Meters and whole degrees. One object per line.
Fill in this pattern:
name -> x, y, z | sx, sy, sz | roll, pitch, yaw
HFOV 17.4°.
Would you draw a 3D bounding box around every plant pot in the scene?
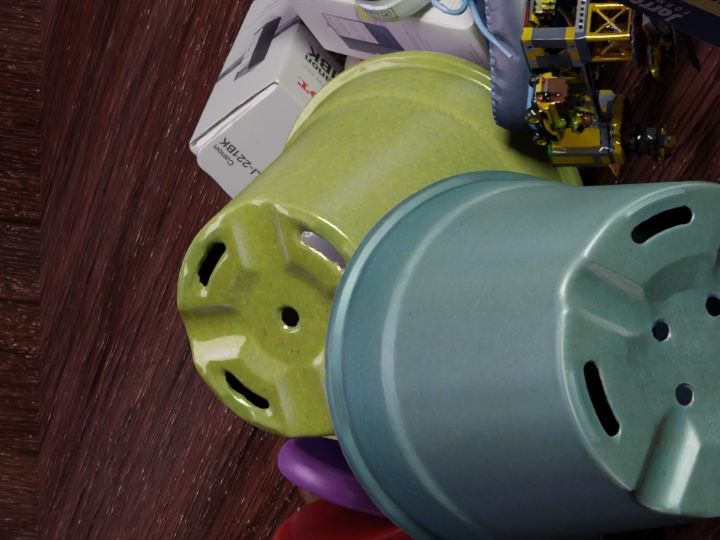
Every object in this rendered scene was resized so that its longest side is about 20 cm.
plant pot -> 0.111, 0.042, 1.106 | 0.196, 0.200, 0.201 | 171, 104, -66
plant pot -> 0.000, 0.000, 1.280 | 0.184, 0.200, 0.201 | -35, -36, -56

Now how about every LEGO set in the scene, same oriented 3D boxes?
LEGO set -> 0.154, -0.149, 1.201 | 0.154, 0.115, 0.201 | 69, -154, -51

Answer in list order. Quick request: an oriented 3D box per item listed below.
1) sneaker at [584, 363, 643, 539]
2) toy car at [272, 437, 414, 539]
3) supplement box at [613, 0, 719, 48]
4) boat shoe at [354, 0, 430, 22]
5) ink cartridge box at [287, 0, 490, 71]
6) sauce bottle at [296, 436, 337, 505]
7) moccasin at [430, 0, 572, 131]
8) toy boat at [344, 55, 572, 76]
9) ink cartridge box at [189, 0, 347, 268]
sneaker -> 0.115, 0.117, 1.261 | 0.075, 0.079, 0.200 | 107, -177, -59
toy car -> 0.020, 0.140, 1.440 | 0.175, 0.149, 0.201 | -137, 54, -71
supplement box -> 0.168, -0.232, 0.965 | 0.200, 0.134, 0.200 | -32, 51, 45
boat shoe -> 0.066, -0.227, 1.325 | 0.200, 0.067, 0.073 | -48, 45, -10
ink cartridge box -> 0.034, -0.185, 1.409 | 0.200, 0.067, 0.117 | 19, 68, 41
sauce bottle -> -0.017, 0.126, 1.735 | 0.066, 0.066, 0.201 | 160, 115, -73
moccasin -> 0.079, -0.174, 1.278 | 0.080, 0.068, 0.201 | 24, -113, -72
toy boat -> 0.075, -0.089, 1.429 | 0.131, 0.130, 0.200 | -38, 40, 28
ink cartridge box -> -0.016, -0.100, 1.534 | 0.084, 0.144, 0.200 | -35, 21, 29
